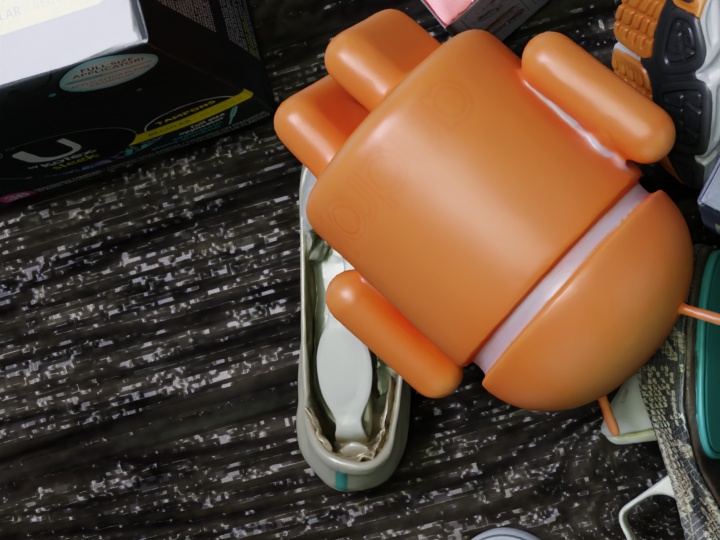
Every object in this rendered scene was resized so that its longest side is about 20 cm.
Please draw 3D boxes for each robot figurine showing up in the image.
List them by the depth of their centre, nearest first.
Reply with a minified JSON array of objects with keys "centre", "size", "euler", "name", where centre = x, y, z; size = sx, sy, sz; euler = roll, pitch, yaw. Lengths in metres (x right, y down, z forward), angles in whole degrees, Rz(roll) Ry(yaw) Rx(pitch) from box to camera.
[{"centre":[0.057,-0.020,1.088],"size":[0.200,0.117,0.144],"euler":[43,80,5],"name":"robot figurine"}]

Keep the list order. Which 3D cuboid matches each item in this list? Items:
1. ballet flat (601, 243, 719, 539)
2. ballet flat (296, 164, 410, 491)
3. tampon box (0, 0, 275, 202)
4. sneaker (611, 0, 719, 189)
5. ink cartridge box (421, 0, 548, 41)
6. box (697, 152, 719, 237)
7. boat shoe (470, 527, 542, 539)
[{"centre":[0.145,0.092,1.127],"size":[0.075,0.068,0.201],"euler":[-16,84,28],"name":"ballet flat"},{"centre":[0.000,0.000,1.167],"size":[0.069,0.069,0.201],"euler":[0,85,14],"name":"ballet flat"},{"centre":[-0.145,-0.120,1.144],"size":[0.150,0.200,0.127],"euler":[-17,81,13],"name":"tampon box"},{"centre":[0.165,-0.129,1.109],"size":[0.092,0.200,0.076],"euler":[-18,37,-24],"name":"sneaker"},{"centre":[0.066,-0.230,1.160],"size":[0.200,0.084,0.176],"euler":[-42,76,7],"name":"ink cartridge box"},{"centre":[0.195,-0.081,1.055],"size":[0.051,0.200,0.158],"euler":[27,93,9],"name":"box"},{"centre":[0.093,0.207,1.130],"size":[0.068,0.057,0.200],"euler":[-24,80,11],"name":"boat shoe"}]
